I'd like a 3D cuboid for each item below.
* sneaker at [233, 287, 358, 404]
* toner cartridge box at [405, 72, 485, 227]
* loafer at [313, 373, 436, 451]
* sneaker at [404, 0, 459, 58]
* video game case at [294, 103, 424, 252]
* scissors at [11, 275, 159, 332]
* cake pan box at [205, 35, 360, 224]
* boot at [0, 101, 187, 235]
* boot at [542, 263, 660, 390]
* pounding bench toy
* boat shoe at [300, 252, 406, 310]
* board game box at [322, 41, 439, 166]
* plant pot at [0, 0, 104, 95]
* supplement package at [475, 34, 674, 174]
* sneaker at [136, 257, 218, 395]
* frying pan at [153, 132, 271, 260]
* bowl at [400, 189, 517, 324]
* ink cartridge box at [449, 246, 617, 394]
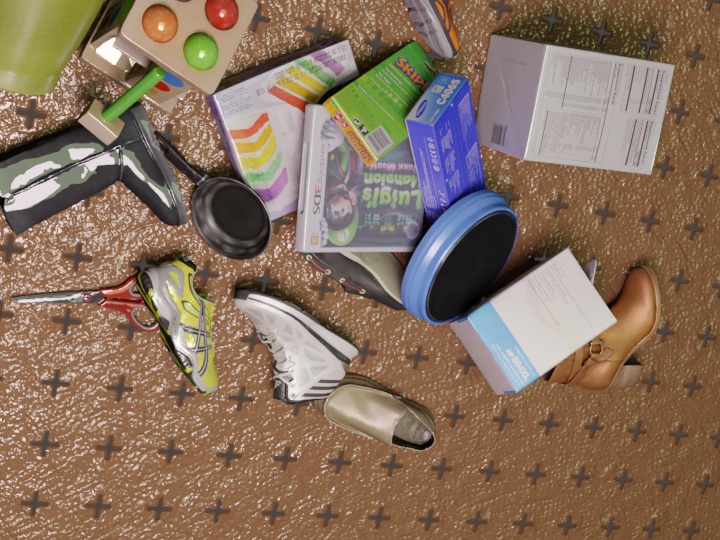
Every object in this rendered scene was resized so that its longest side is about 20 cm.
[{"bbox_3d":[-0.100,0.109,1.545,0.200,0.076,0.116,34,76,-29],"label":"sneaker"},{"bbox_3d":[0.113,-0.149,1.524,0.095,0.043,0.200,-55,148,-30],"label":"toner cartridge box"},{"bbox_3d":[0.029,0.201,1.641,0.200,0.067,0.076,18,98,-26],"label":"loafer"},{"bbox_3d":[0.108,-0.378,1.497,0.112,0.078,0.200,-30,114,-10],"label":"sneaker"},{"bbox_3d":[0.007,-0.114,1.496,0.200,0.023,0.182,-1,99,-40],"label":"video game case"},{"bbox_3d":[-0.331,0.027,1.475,0.200,0.014,0.073,15,102,-24],"label":"scissors"},{"bbox_3d":[-0.076,-0.180,1.496,0.200,0.052,0.185,-24,115,-15],"label":"cake pan box"},{"bbox_3d":[-0.327,-0.092,1.405,0.200,0.066,0.165,-27,101,-19],"label":"boot"},{"bbox_3d":[0.354,0.083,1.745,0.155,0.077,0.200,4,111,-19],"label":"boot"},{"bbox_3d":[-0.230,-0.241,1.323,0.124,0.156,0.200,32,72,-26],"label":"pounding bench toy"},{"bbox_3d":[0.000,-0.002,1.575,0.063,0.074,0.201,-33,131,27],"label":"boat shoe"},{"bbox_3d":[0.041,-0.215,1.484,0.096,0.030,0.200,54,48,-6],"label":"board game box"},{"bbox_3d":[-0.371,-0.303,1.275,0.200,0.200,0.193,14,112,-25],"label":"plant pot"},{"bbox_3d":[0.282,-0.223,1.572,0.200,0.152,0.151,4,104,-23],"label":"supplement package"},{"bbox_3d":[-0.213,0.075,1.495,0.076,0.075,0.200,-30,125,-19],"label":"sneaker"},{"bbox_3d":[-0.192,-0.087,1.480,0.190,0.031,0.115,32,127,7],"label":"frying pan"},{"bbox_3d":[0.138,-0.014,1.578,0.200,0.039,0.201,-36,148,-27],"label":"bowl"},{"bbox_3d":[0.249,0.066,1.636,0.200,0.129,0.125,-33,88,-9],"label":"ink cartridge box"}]
